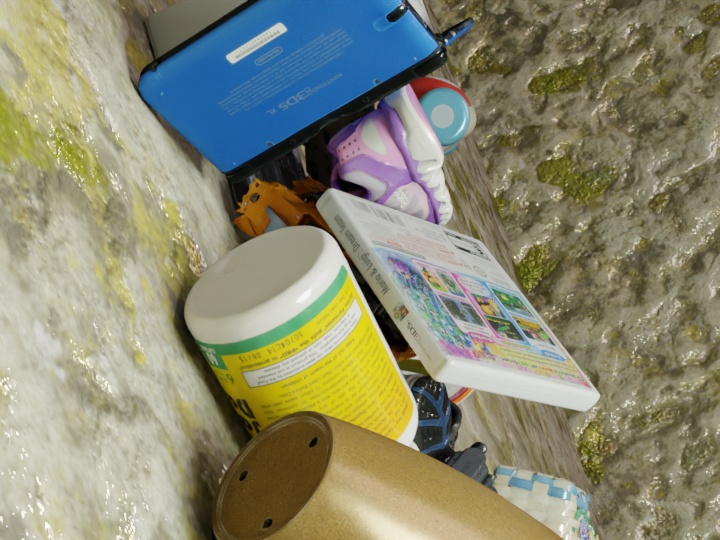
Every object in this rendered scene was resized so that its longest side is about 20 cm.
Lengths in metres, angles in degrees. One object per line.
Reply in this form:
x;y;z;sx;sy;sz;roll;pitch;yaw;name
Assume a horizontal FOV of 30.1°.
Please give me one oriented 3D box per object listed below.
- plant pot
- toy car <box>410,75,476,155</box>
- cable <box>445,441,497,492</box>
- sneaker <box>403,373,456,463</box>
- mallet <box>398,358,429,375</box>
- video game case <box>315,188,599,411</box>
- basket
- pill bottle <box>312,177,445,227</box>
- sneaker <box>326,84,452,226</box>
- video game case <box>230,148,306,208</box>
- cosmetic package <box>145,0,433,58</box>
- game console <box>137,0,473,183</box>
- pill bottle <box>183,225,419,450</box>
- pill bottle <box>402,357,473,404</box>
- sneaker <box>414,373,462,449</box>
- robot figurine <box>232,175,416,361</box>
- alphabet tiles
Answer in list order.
0.011;0.179;0.805;0.200;0.186;0.187;47;21;-30;plant pot
0.012;-0.196;1.498;0.201;0.176;0.184;56;1;0;toy car
0.063;0.245;1.105;0.200;0.050;0.164;-45;140;-52;cable
0.039;0.165;1.158;0.076;0.077;0.201;-42;136;-45;sneaker
0.058;0.088;1.141;0.066;0.199;0.041;67;39;-54;mallet
0.075;0.024;1.009;0.199;0.024;0.182;17;31;-48;video game case
0.179;0.318;1.431;0.176;0.138;0.201;38;66;-67;basket
0.027;-0.034;1.368;0.200;0.113;0.114;49;23;-59;pill bottle
0.019;-0.077;1.069;0.081;0.088;0.200;62;-1;18;sneaker
-0.082;-0.089;1.198;0.200;0.019;0.144;46;26;-66;video game case
-0.054;-0.190;1.046;0.101;0.199;0.072;34;36;-71;cosmetic package
-0.037;-0.162;0.992;0.171;0.199;0.119;44;30;-36;game console
-0.028;0.081;0.904;0.113;0.112;0.201;-90;156;-61;pill bottle
0.048;0.063;1.299;0.200;0.109;0.110;46;25;-63;pill bottle
0.064;0.163;1.259;0.200;0.083;0.077;55;18;-50;sneaker
0.000;0.000;1.060;0.200;0.058;0.145;42;20;17;robot figurine
-0.027;-0.128;1.200;0.167;0.008;0.201;52;-22;34;alphabet tiles
